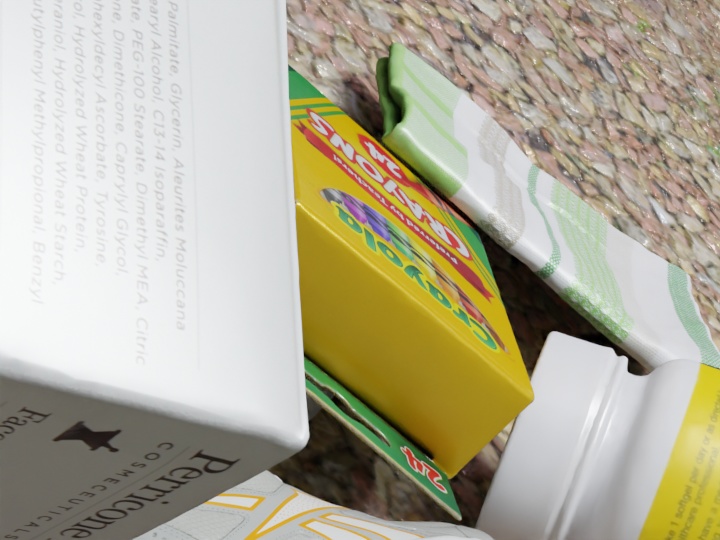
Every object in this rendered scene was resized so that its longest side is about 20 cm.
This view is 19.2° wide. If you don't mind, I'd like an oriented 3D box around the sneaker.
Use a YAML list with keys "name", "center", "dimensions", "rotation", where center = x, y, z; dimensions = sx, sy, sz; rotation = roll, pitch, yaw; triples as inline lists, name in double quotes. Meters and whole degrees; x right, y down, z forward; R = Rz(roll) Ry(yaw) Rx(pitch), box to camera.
- name: "sneaker"
  center: [-0.028, 0.094, 0.735]
  dimensions: [0.200, 0.076, 0.092]
  rotation: [5, 43, -48]

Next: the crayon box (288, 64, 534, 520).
- name: "crayon box"
  center: [0.000, 0.000, 0.839]
  dimensions: [0.127, 0.051, 0.200]
  rotation: [40, 16, -21]

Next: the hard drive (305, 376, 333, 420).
- name: "hard drive"
  center: [-0.105, -0.024, 0.834]
  dimensions: [0.132, 0.026, 0.200]
  rotation: [0, 51, -49]

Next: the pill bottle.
- name: "pill bottle"
  center: [0.152, 0.103, 0.839]
  dimensions: [0.200, 0.114, 0.114]
  rotation: [21, 31, 6]

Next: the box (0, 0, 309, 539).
- name: "box"
  center: [-0.127, -0.021, 0.595]
  dimensions: [0.131, 0.199, 0.200]
  rotation: [17, 57, -36]

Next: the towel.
- name: "towel"
  center: [0.089, -0.026, 1.002]
  dimensions: [0.200, 0.031, 0.149]
  rotation: [40, 13, -14]
